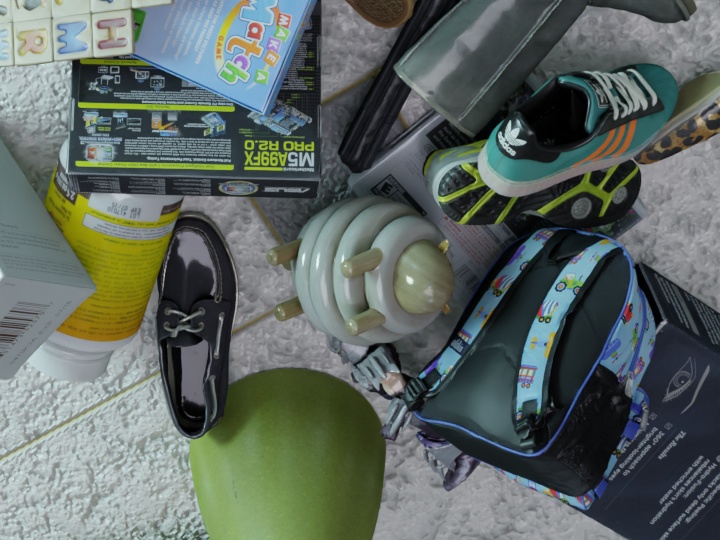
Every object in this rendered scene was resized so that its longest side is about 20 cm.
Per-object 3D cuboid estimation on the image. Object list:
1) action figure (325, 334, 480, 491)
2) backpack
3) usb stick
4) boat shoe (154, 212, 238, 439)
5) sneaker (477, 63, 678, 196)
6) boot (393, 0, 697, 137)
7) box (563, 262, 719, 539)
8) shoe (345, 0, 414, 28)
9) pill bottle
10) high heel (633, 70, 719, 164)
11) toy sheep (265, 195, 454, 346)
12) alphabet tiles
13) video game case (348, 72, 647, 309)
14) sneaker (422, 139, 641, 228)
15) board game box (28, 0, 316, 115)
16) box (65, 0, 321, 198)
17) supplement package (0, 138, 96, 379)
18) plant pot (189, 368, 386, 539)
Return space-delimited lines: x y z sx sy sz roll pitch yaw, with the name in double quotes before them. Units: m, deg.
"action figure" 0.035 0.109 1.468 0.069 0.130 0.200 -39 125 14
"backpack" 0.161 0.072 1.377 0.134 0.182 0.201 40 74 -37
"usb stick" 0.037 -0.170 1.353 0.032 0.056 0.201 28 113 0
"boat shoe" -0.144 0.052 1.444 0.072 0.063 0.202 1 108 0
"sneaker" 0.186 -0.124 1.309 0.199 0.072 0.080 -28 163 -28
"boot" 0.149 -0.186 1.320 0.181 0.073 0.201 32 98 -25
"box" 0.276 0.136 1.499 0.199 0.118 0.197 31 111 -18
"shoe" -0.029 -0.275 1.300 0.200 0.054 0.070 45 136 -19
"pill bottle" -0.223 -0.009 1.389 0.108 0.109 0.201 16 115 -12
"high heel" 0.339 -0.112 1.395 0.199 0.071 0.143 -36 109 4
"toy sheep" 0.000 0.000 1.383 0.137 0.199 0.139 -14 110 -43
"alphabet tiles" -0.235 -0.241 1.252 0.198 0.006 0.168 -4 87 17
"video game case" 0.120 -0.065 1.435 0.181 0.023 0.200 -38 114 15
"sneaker" 0.145 -0.082 1.379 0.199 0.076 0.076 3 116 -26
"board game box" -0.133 -0.227 1.265 0.199 0.037 0.152 24 95 3
"box" -0.129 -0.141 1.307 0.198 0.044 0.162 1 74 -5
"supplement package" -0.324 -0.027 1.309 0.117 0.200 0.117 -43 157 19
"plant pot" -0.062 0.220 1.472 0.185 0.200 0.188 -2 119 -3
